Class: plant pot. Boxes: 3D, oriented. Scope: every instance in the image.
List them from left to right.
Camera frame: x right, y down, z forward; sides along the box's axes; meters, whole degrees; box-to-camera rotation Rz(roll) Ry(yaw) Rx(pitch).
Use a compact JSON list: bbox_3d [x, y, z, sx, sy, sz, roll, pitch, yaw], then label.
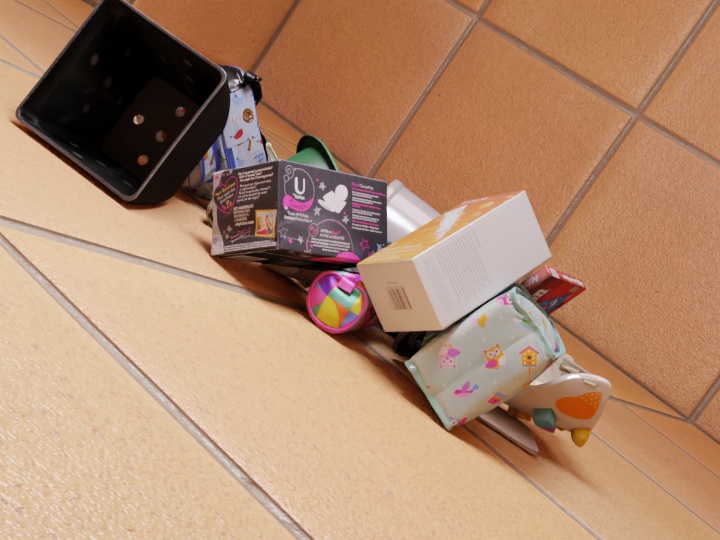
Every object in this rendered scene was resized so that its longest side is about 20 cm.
[{"bbox_3d":[-0.285,-0.198,1.557,0.199,0.200,0.177,36,-5,13],"label":"plant pot"}]

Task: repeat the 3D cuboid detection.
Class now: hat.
[{"bbox_3d":[-0.129,-0.101,1.737,0.176,0.200,0.166,-20,45,-22],"label":"hat"}]

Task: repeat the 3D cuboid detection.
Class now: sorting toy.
[{"bbox_3d":[0.230,0.166,1.684,0.180,0.107,0.200,14,4,-6],"label":"sorting toy"}]

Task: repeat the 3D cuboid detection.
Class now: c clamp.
[{"bbox_3d":[0.144,0.073,1.639,0.200,0.171,0.027,8,49,-44],"label":"c clamp"}]

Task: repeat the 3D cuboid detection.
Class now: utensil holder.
[{"bbox_3d":[0.095,-0.040,2.193,0.200,0.170,0.170,38,8,4],"label":"utensil holder"}]

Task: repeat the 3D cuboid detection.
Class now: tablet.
[{"bbox_3d":[0.156,0.181,1.660,0.200,0.014,0.130,34,8,-4],"label":"tablet"}]

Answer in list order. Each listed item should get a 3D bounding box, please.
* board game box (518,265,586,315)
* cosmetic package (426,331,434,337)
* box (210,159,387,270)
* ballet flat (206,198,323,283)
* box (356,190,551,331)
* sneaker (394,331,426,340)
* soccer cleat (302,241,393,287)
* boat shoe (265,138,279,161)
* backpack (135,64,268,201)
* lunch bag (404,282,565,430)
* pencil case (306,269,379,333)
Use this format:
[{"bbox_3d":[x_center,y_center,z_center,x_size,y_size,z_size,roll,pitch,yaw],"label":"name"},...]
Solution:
[{"bbox_3d":[0.199,0.065,1.617,0.103,0.200,0.019,19,41,-50],"label":"board game box"},{"bbox_3d":[0.153,0.073,1.820,0.107,0.090,0.200,39,-9,3],"label":"cosmetic package"},{"bbox_3d":[-0.077,-0.068,1.534,0.132,0.115,0.200,-5,-9,43],"label":"box"},{"bbox_3d":[-0.134,-0.037,1.659,0.200,0.071,0.065,33,34,12],"label":"ballet flat"},{"bbox_3d":[0.118,-0.011,1.500,0.124,0.200,0.098,-7,-70,56],"label":"box"},{"bbox_3d":[0.023,0.046,1.802,0.082,0.070,0.200,-1,30,-34],"label":"sneaker"},{"bbox_3d":[0.000,0.000,1.745,0.200,0.068,0.081,1,42,-19],"label":"soccer cleat"},{"bbox_3d":[-0.121,-0.111,1.864,0.202,0.060,0.072,58,-19,-4],"label":"boat shoe"},{"bbox_3d":[-0.223,-0.195,1.751,0.200,0.154,0.191,17,-44,50],"label":"backpack"},{"bbox_3d":[0.163,0.104,1.513,0.122,0.170,0.200,57,12,7],"label":"lunch bag"},{"bbox_3d":[-0.010,0.036,1.591,0.088,0.088,0.200,35,9,9],"label":"pencil case"}]
